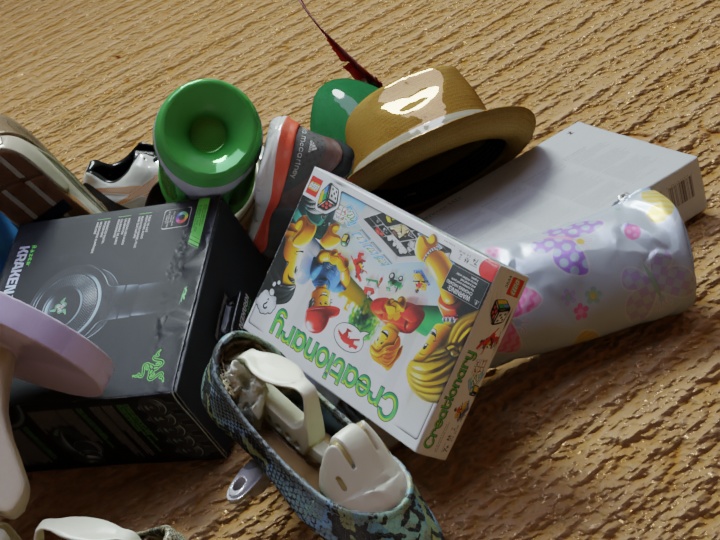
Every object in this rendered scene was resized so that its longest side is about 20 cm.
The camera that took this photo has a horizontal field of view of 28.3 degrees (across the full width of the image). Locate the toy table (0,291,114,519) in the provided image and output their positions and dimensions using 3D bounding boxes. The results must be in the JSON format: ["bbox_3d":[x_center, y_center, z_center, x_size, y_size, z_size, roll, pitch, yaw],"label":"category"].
[{"bbox_3d":[-0.276,0.075,0.937,0.197,0.184,0.118,16,67,21],"label":"toy table"}]

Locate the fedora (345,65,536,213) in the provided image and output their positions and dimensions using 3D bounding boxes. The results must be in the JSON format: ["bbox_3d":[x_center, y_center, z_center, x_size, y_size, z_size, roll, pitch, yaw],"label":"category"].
[{"bbox_3d":[0.048,-0.110,1.187,0.198,0.083,0.201,-20,-12,-5],"label":"fedora"}]

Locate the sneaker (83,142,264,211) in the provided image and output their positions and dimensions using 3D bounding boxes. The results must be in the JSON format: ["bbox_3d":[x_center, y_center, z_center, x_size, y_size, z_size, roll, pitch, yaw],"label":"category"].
[{"bbox_3d":[-0.178,-0.090,1.393,0.197,0.081,0.074,-17,25,0],"label":"sneaker"}]

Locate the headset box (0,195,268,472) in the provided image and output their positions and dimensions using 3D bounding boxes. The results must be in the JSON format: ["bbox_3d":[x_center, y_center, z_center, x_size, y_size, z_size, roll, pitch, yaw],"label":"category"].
[{"bbox_3d":[-0.175,0.049,1.070,0.197,0.093,0.176,-6,52,22],"label":"headset box"}]

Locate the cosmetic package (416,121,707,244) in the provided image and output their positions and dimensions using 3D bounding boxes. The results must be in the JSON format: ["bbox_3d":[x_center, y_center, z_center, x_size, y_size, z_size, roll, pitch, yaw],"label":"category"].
[{"bbox_3d":[0.149,-0.041,1.131,0.198,0.052,0.150,-30,31,-20],"label":"cosmetic package"}]

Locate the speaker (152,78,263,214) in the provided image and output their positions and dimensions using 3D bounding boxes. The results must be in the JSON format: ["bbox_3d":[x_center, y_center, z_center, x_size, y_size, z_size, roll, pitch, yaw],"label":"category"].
[{"bbox_3d":[-0.121,-0.090,1.130,0.087,0.089,0.200,-23,-4,-9],"label":"speaker"}]

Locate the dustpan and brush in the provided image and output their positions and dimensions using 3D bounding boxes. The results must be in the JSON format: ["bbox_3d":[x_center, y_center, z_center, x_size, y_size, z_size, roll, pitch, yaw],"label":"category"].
[{"bbox_3d":[-0.033,0.107,0.967,0.138,0.058,0.200,-1,33,30],"label":"dustpan and brush"}]

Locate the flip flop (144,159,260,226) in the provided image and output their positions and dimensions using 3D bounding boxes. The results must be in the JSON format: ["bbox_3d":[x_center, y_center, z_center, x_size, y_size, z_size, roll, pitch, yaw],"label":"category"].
[{"bbox_3d":[-0.179,-0.054,1.325,0.198,0.058,0.082,-23,44,0],"label":"flip flop"}]

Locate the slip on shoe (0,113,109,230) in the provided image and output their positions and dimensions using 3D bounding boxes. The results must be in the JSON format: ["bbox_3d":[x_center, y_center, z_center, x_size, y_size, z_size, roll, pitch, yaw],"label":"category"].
[{"bbox_3d":[-0.249,-0.047,1.170,0.076,0.200,0.061,-32,41,11],"label":"slip on shoe"}]

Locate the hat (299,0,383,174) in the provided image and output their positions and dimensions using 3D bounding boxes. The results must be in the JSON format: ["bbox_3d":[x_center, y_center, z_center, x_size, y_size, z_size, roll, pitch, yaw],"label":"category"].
[{"bbox_3d":[-0.010,-0.169,1.320,0.198,0.178,0.166,6,36,39],"label":"hat"}]

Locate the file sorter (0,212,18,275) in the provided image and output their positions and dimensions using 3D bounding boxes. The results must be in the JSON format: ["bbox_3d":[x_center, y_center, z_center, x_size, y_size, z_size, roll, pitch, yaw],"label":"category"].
[{"bbox_3d":[-0.332,0.016,1.169,0.121,0.202,0.139,-17,27,8],"label":"file sorter"}]

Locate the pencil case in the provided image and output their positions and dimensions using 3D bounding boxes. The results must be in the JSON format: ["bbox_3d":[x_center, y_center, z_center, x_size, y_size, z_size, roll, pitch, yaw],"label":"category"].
[{"bbox_3d":[0.132,0.009,0.989,0.197,0.092,0.083,-17,2,-8],"label":"pencil case"}]

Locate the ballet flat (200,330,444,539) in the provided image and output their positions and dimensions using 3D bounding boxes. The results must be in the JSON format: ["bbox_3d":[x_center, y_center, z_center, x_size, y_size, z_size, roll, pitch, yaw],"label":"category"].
[{"bbox_3d":[-0.026,0.107,0.873,0.199,0.075,0.074,36,54,25],"label":"ballet flat"}]

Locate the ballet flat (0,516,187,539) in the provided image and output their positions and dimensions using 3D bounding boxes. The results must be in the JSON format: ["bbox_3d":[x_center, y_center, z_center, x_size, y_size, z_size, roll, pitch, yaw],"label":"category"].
[{"bbox_3d":[-0.195,0.188,0.905,0.197,0.076,0.068,-10,34,16],"label":"ballet flat"}]

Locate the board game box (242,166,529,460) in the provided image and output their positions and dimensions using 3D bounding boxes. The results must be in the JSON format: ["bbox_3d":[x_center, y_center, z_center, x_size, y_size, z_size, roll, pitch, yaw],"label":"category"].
[{"bbox_3d":[0.011,0.023,0.949,0.199,0.034,0.128,30,98,46],"label":"board game box"}]

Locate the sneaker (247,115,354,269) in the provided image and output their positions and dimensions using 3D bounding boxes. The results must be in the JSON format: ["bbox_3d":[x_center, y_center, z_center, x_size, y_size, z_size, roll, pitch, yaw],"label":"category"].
[{"bbox_3d":[-0.044,-0.045,1.115,0.081,0.200,0.078,13,69,-3],"label":"sneaker"}]
